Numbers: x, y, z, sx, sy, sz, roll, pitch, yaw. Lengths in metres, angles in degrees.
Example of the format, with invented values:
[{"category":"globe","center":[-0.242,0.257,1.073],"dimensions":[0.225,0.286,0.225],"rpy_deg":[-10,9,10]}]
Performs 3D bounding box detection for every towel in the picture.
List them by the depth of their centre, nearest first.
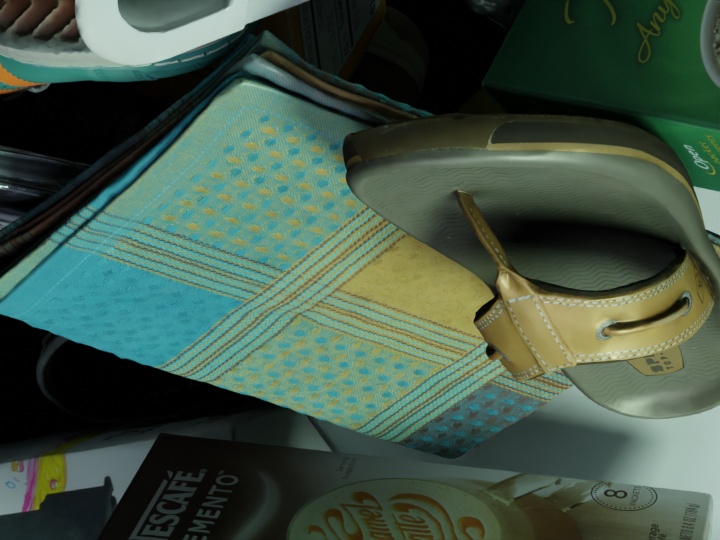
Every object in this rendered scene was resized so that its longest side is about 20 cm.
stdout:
[{"category":"towel","center":[0.000,0.000,0.772],"dimensions":[0.199,0.022,0.146],"rpy_deg":[20,141,-37]}]

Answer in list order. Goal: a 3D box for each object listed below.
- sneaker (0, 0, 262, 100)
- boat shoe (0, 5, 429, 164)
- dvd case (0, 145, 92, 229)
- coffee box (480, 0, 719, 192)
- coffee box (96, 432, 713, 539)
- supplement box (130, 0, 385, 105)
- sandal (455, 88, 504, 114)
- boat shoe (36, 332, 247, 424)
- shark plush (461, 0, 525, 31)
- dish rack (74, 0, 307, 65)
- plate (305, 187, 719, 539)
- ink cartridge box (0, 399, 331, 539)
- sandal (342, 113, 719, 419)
[{"category":"sneaker","center":[-0.106,-0.084,0.750],"dimensions":[0.199,0.072,0.080],"rpy_deg":[9,164,27]},{"category":"boat shoe","center":[-0.077,-0.055,0.869],"dimensions":[0.198,0.065,0.072],"rpy_deg":[1,147,10]},{"category":"dvd case","center":[-0.111,-0.020,0.845],"dimensions":[0.148,0.016,0.200],"rpy_deg":[11,174,-29]},{"category":"coffee box","center":[0.139,-0.076,0.687],"dimensions":[0.199,0.124,0.044],"rpy_deg":[13,160,42]},{"category":"coffee box","center":[0.012,0.124,0.856],"dimensions":[0.198,0.114,0.080],"rpy_deg":[5,115,11]},{"category":"supplement box","center":[-0.038,-0.124,0.750],"dimensions":[0.066,0.069,0.201],"rpy_deg":[21,148,17]},{"category":"sandal","center":[0.093,-0.001,0.924],"dimensions":[0.087,0.079,0.201],"rpy_deg":[-35,131,-11]},{"category":"boat shoe","center":[-0.039,0.016,0.942],"dimensions":[0.200,0.063,0.074],"rpy_deg":[-13,133,40]},{"category":"shark plush","center":[0.121,-0.042,0.856],"dimensions":[0.198,0.092,0.083],"rpy_deg":[11,178,-17]},{"category":"dish rack","center":[0.007,-0.149,0.642],"dimensions":[0.199,0.044,0.172],"rpy_deg":[-24,145,-31]},{"category":"plate","center":[0.084,0.045,0.874],"dimensions":[0.198,0.032,0.200],"rpy_deg":[-14,128,29]},{"category":"ink cartridge box","center":[-0.098,0.105,1.037],"dimensions":[0.199,0.084,0.146],"rpy_deg":[-11,180,23]},{"category":"sandal","center":[0.060,0.010,0.719],"dimensions":[0.081,0.055,0.200],"rpy_deg":[-9,153,20]}]
